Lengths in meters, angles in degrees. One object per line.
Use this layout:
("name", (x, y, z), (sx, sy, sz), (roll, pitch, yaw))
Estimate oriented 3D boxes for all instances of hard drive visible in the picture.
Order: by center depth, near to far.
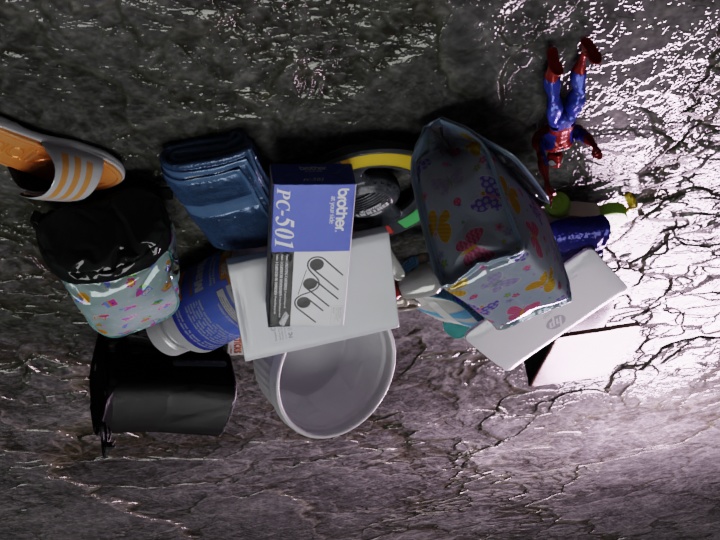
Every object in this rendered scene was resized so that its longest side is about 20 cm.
("hard drive", (-0.056, 0.029, 1.351), (0.197, 0.026, 0.134), (-12, 116, -9))

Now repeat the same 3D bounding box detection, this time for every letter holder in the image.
("letter holder", (0.332, 0.087, 1.685), (0.140, 0.102, 0.201), (-6, 154, -6))

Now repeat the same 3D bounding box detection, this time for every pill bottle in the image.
("pill bottle", (-0.189, 0.040, 1.444), (0.198, 0.114, 0.111), (-25, 149, 32))

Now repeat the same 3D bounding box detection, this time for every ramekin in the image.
("ramekin", (-0.058, 0.124, 1.560), (0.198, 0.203, 0.105), (14, -171, -37))

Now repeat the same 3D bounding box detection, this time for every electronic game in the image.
("electronic game", (0.008, -0.090, 1.304), (0.197, 0.042, 0.201), (-9, 152, -5))

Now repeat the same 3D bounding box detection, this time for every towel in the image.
("towel", (-0.152, -0.084, 1.275), (0.110, 0.049, 0.200), (-10, 154, 8))
("towel", (0.215, -0.019, 1.416), (0.197, 0.050, 0.148), (-6, 146, -1))

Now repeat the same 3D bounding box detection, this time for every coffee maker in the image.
("coffee maker", (-0.290, 0.190, 1.626), (0.197, 0.195, 0.135), (5, 152, -23))

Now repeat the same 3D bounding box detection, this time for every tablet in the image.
("tablet", (0.242, 0.054, 1.433), (0.199, 0.014, 0.130), (-36, 139, 16))

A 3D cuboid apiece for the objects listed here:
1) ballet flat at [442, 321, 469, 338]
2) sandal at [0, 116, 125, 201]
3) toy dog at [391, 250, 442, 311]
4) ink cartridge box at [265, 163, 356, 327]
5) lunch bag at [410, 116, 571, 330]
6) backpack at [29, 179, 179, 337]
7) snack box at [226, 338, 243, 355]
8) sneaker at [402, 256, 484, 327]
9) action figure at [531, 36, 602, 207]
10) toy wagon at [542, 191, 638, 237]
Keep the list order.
("ballet flat", (0.189, 0.036, 1.583), (0.072, 0.074, 0.200), (9, 154, -29))
("sandal", (-0.347, -0.106, 1.169), (0.205, 0.060, 0.079), (17, 145, -41))
("toy dog", (0.000, 0.000, 1.432), (0.197, 0.098, 0.132), (-4, 167, -19))
("ink cartridge box", (-0.059, -0.026, 1.259), (0.092, 0.044, 0.202), (-1, 127, -9))
("lunch bag", (0.143, -0.061, 1.223), (0.126, 0.202, 0.169), (-26, 149, 19))
("backpack", (-0.287, -0.007, 1.305), (0.164, 0.128, 0.200), (-11, 160, -6))
("snack box", (-0.160, 0.074, 1.616), (0.071, 0.025, 0.201), (-3, 153, -8))
("sneaker", (0.149, 0.042, 1.520), (0.198, 0.077, 0.081), (24, 164, 16))
("action figure", (0.226, -0.148, 1.189), (0.064, 0.100, 0.201), (-14, 157, -3))
("toy wagon", (0.269, -0.052, 1.455), (0.198, 0.040, 0.155), (-17, 152, 20))
